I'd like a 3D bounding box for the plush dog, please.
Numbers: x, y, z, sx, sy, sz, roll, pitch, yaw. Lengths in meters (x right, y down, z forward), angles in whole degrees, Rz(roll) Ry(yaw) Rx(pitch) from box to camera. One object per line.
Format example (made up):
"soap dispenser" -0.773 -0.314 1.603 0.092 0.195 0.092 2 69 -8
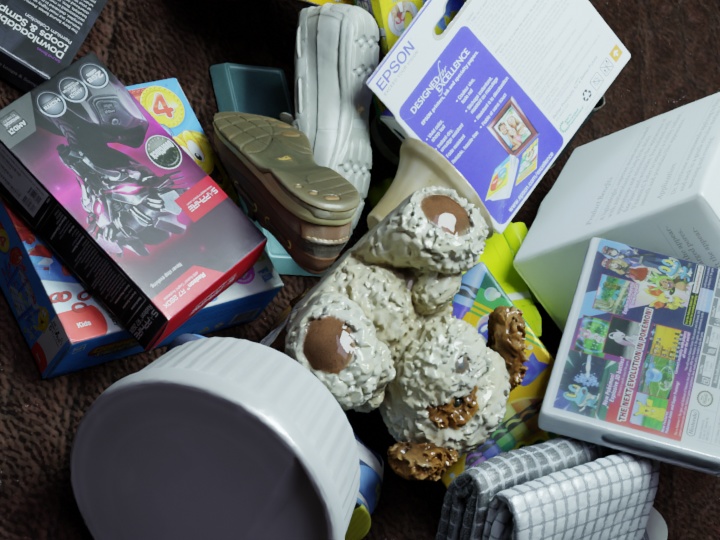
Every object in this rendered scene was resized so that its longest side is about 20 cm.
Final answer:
"plush dog" 0.034 0.065 1.517 0.172 0.160 0.200 45 60 -7

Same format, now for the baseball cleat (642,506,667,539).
"baseball cleat" 0.158 0.177 1.625 0.199 0.070 0.107 37 47 -4

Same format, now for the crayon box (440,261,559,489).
"crayon box" 0.103 0.111 1.591 0.125 0.052 0.201 -36 75 0

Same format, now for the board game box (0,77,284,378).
"board game box" -0.187 -0.037 1.560 0.199 0.056 0.197 -16 70 -38

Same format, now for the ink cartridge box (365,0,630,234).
"ink cartridge box" 0.108 -0.168 1.680 0.199 0.043 0.200 -53 126 -11

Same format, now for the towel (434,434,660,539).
"towel" 0.124 0.218 1.503 0.165 0.202 0.085 -13 34 -43

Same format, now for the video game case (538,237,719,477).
"video game case" 0.240 0.066 1.537 0.181 0.023 0.201 15 44 8

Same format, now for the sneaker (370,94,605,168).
"sneaker" 0.110 -0.138 1.782 0.199 0.106 0.075 -2 61 -33

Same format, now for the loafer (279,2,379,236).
"loafer" -0.030 -0.112 1.648 0.070 0.069 0.202 8 88 -62

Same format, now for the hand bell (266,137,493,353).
"hand bell" 0.000 0.000 1.615 0.200 0.104 0.104 -43 86 -14

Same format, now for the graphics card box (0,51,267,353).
"graphics card box" -0.177 -0.053 1.506 0.200 0.051 0.125 46 48 4

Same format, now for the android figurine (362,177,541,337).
"android figurine" 0.079 0.010 1.709 0.181 0.041 0.201 -6 62 -35

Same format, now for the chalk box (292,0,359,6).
"chalk box" -0.073 -0.295 1.720 0.123 0.199 0.126 12 96 -43

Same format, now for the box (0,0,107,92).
"box" -0.272 -0.242 1.661 0.142 0.036 0.201 31 47 -10

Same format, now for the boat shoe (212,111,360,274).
"boat shoe" -0.067 -0.064 1.572 0.071 0.068 0.200 0 27 -28

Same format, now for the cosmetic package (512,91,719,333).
"cosmetic package" 0.269 -0.023 1.714 0.165 0.199 0.165 52 45 -19

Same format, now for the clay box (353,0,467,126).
"clay box" 0.056 -0.203 1.691 0.114 0.202 0.047 -26 31 -26

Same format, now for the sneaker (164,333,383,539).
"sneaker" -0.063 0.115 1.529 0.200 0.074 0.082 44 41 -6

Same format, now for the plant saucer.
"plant saucer" -0.072 -0.087 1.694 0.069 0.019 0.201 3 58 -31

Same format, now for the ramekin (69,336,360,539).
"ramekin" -0.091 0.139 1.416 0.202 0.203 0.094 41 36 -1
